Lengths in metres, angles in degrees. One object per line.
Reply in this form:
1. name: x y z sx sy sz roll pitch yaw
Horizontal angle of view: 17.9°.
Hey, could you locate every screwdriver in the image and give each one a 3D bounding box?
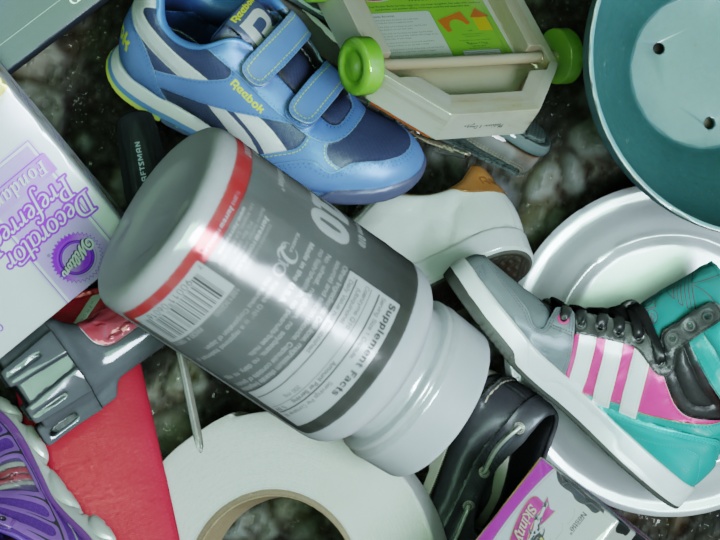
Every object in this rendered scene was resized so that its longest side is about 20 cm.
1. screwdriver: -0.113 0.005 1.287 0.029 0.028 0.201 0 71 -27

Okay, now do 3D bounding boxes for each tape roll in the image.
1. tape roll: -0.046 0.182 1.340 0.201 0.037 0.204 -1 85 16

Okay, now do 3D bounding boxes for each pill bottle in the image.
1. pill bottle: -0.033 0.021 1.252 0.200 0.114 0.114 35 90 -21

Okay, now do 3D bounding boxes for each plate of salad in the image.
1. plate of salad: 0.186 0.047 1.383 0.199 0.048 0.202 0 94 2

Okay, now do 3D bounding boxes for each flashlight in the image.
1. flashlight: -0.122 0.011 1.328 0.199 0.068 0.068 -35 138 -12

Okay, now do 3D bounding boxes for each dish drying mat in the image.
1. dish drying mat: -0.155 0.111 1.342 0.076 0.018 0.201 -13 78 -5

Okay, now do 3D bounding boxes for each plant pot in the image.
1. plant pot: 0.216 -0.119 1.330 0.199 0.135 0.202 0 91 -7

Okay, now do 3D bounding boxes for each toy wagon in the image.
1. toy wagon: 0.035 -0.162 1.325 0.154 0.040 0.201 -6 56 -34

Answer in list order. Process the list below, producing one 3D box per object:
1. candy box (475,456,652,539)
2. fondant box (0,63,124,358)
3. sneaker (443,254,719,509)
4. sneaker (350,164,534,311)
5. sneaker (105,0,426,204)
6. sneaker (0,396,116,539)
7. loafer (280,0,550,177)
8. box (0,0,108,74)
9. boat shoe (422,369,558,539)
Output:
1. candy box: 0.108 0.194 1.315 0.061 0.200 0.137 38 89 25
2. fondant box: -0.240 -0.049 1.263 0.144 0.058 0.200 -39 114 -1
3. sneaker: 0.152 0.032 1.310 0.200 0.084 0.121 42 96 -17
4. sneaker: 0.000 0.000 1.366 0.199 0.073 0.085 -22 61 4
5. sneaker: -0.052 -0.105 1.306 0.199 0.074 0.083 26 128 7
6. sneaker: -0.212 0.133 1.300 0.200 0.083 0.081 39 109 30
7. loafer: 0.017 -0.111 1.356 0.199 0.072 0.063 35 110 0
8. box: -0.240 -0.171 1.314 0.200 0.079 0.141 -38 99 -2
9. boat shoe: 0.066 0.161 1.358 0.062 0.073 0.201 19 97 31
